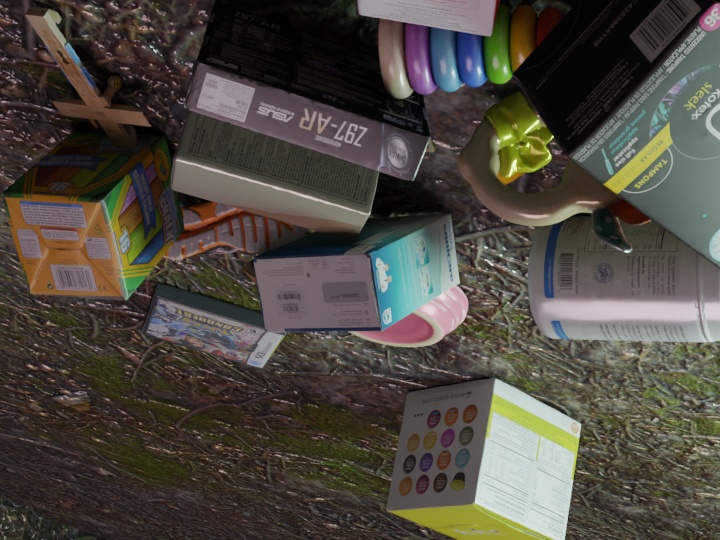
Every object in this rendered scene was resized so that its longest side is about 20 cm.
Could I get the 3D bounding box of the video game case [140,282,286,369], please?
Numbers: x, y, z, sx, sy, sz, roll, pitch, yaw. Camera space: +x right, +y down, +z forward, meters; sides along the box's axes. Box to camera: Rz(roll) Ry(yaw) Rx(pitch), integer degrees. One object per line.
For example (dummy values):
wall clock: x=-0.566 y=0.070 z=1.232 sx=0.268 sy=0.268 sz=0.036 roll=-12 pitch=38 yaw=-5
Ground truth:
video game case: x=-0.220 y=0.086 z=1.828 sx=0.198 sy=0.026 sz=0.181 roll=17 pitch=156 yaw=-10

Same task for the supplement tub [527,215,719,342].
supplement tub: x=0.285 y=0.008 z=1.272 sx=0.198 sy=0.133 sz=0.132 roll=1 pitch=154 yaw=26

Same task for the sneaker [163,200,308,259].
sneaker: x=-0.144 y=-0.056 z=1.433 sx=0.198 sy=0.079 sz=0.077 roll=-4 pitch=-179 yaw=22

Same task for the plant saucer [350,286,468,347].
plant saucer: x=0.038 y=0.047 z=1.583 sx=0.199 sy=0.051 sz=0.201 roll=11 pitch=157 yaw=5

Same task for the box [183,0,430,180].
box: x=-0.043 y=-0.156 z=1.048 sx=0.198 sy=0.161 sz=0.044 roll=17 pitch=118 yaw=-11

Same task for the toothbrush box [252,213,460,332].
toothbrush box: x=0.000 y=0.000 z=1.327 sx=0.145 sy=0.086 sz=0.200 roll=-2 pitch=-166 yaw=28

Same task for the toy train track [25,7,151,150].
toy train track: x=-0.272 y=-0.196 z=1.228 sx=0.114 sy=0.033 sz=0.200 roll=10 pitch=151 yaw=24

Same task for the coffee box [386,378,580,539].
coffee box: x=0.189 y=0.302 z=1.887 sx=0.199 sy=0.199 sz=0.199 roll=28 pitch=152 yaw=-32

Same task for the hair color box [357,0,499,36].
hair color box: x=0.053 y=-0.259 z=0.881 sx=0.110 sy=0.064 sz=0.200 roll=11 pitch=158 yaw=6

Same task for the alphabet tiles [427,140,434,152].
alphabet tiles: x=-0.030 y=-0.151 z=1.233 sx=0.198 sy=0.006 sz=0.167 roll=4 pitch=155 yaw=18

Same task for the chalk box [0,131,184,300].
chalk box: x=-0.276 y=-0.074 z=1.340 sx=0.124 sy=0.200 sz=0.125 roll=3 pitch=122 yaw=17

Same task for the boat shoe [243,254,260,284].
boat shoe: x=-0.091 y=-0.004 z=1.436 sx=0.072 sy=0.065 sz=0.200 roll=42 pitch=-179 yaw=-6

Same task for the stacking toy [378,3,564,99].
stacking toy: x=0.118 y=-0.188 z=1.000 sx=0.198 sy=0.086 sz=0.086 roll=-1 pitch=154 yaw=14

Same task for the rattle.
rattle: x=0.191 y=-0.063 z=1.120 sx=0.199 sy=0.130 sz=0.143 roll=29 pitch=150 yaw=22

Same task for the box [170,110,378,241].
box: x=-0.083 y=-0.108 z=1.231 sx=0.198 sy=0.096 sz=0.078 roll=17 pitch=157 yaw=-6

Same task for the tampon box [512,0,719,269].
tampon box: x=0.248 y=-0.124 z=0.931 sx=0.199 sy=0.127 sz=0.150 roll=28 pitch=115 yaw=-32
